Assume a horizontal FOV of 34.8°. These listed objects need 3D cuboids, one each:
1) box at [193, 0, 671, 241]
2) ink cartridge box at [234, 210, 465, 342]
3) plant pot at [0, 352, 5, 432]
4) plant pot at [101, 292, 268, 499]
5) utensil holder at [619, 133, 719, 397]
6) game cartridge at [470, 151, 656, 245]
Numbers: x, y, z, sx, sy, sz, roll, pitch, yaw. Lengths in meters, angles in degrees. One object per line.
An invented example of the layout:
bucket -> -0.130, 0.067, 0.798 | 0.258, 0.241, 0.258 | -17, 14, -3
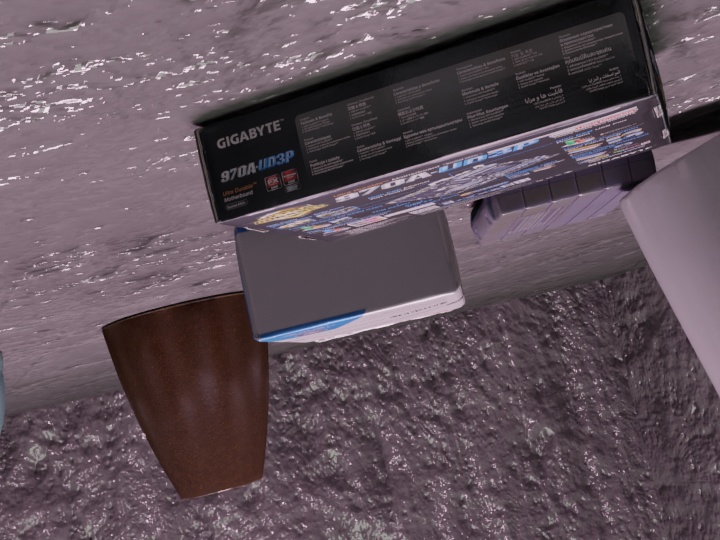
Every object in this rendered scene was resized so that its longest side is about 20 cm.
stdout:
box -> 0.044, -0.063, 0.544 | 0.197, 0.047, 0.159 | -15, 174, 17
ink cartridge box -> 0.000, 0.000, 0.861 | 0.144, 0.087, 0.200 | -14, 176, 5
plant pot -> -0.468, 0.175, 1.215 | 0.197, 0.136, 0.200 | -13, 175, -1
plant pot -> -0.176, 0.144, 1.279 | 0.184, 0.203, 0.187 | -13, 175, -1
utensil holder -> 0.304, -0.002, 0.834 | 0.168, 0.202, 0.170 | -28, 173, -4
game cartridge -> 0.158, -0.059, 0.948 | 0.127, 0.039, 0.200 | -9, 174, 0
